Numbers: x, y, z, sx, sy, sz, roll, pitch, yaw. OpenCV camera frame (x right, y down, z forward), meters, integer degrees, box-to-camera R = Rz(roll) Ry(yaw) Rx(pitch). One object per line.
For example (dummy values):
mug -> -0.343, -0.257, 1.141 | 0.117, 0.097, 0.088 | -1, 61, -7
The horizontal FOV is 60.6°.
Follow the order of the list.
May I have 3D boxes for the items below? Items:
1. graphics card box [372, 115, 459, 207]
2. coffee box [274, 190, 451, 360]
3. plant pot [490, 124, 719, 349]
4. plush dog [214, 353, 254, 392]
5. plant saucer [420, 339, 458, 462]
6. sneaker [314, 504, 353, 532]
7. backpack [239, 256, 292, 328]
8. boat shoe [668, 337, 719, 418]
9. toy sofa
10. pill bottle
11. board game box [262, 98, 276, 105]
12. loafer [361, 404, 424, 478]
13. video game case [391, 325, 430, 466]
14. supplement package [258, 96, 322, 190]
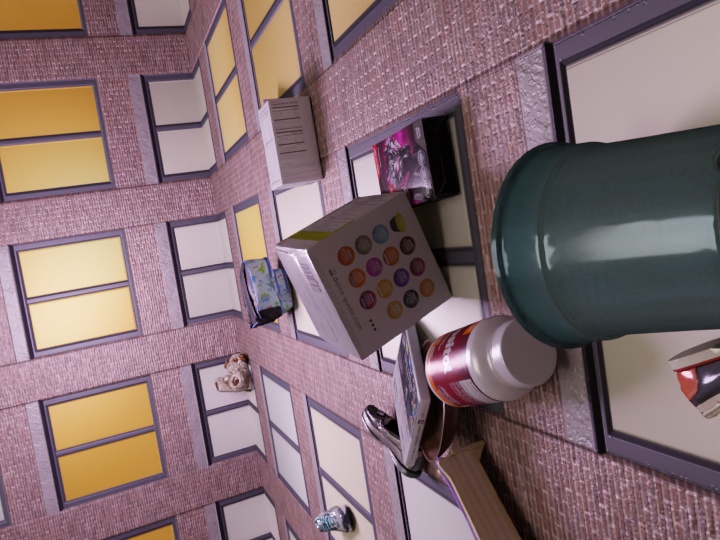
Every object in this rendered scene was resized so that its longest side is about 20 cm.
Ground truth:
graphics card box -> 0.086, -0.170, 1.027 | 0.199, 0.050, 0.128 | 177, 83, -67
coffee box -> 0.000, 0.000, 1.063 | 0.202, 0.196, 0.199 | 63, 161, -14
plant pot -> 0.251, -0.031, 0.525 | 0.195, 0.197, 0.205 | -7, 94, 59
plush dog -> -0.566, 0.470, 2.853 | 0.198, 0.159, 0.175 | -22, 63, 40
plant saucer -> 0.132, 0.221, 1.053 | 0.200, 0.036, 0.205 | -179, 90, -83
sneaker -> -0.082, 0.738, 1.801 | 0.200, 0.085, 0.079 | 127, 127, -62
backpack -> -0.305, 0.061, 1.963 | 0.183, 0.144, 0.204 | -38, 68, 66
boat shoe -> 0.337, 0.076, 0.495 | 0.064, 0.070, 0.200 | 67, 157, 13
toy sofa -> 0.188, 0.381, 0.964 | 0.084, 0.096, 0.202 | 105, 146, -46
pill bottle -> 0.177, 0.126, 0.854 | 0.200, 0.111, 0.115 | 142, 115, -65
board game box -> -0.223, -0.366, 1.705 | 0.134, 0.044, 0.204 | -144, 48, -60
loafer -> 0.073, 0.341, 1.288 | 0.200, 0.071, 0.064 | 44, 120, 45
video game case -> 0.092, 0.224, 1.149 | 0.202, 0.023, 0.184 | -97, 11, -51
supplement package -> -0.174, -0.312, 1.523 | 0.113, 0.108, 0.205 | -179, 79, -68
